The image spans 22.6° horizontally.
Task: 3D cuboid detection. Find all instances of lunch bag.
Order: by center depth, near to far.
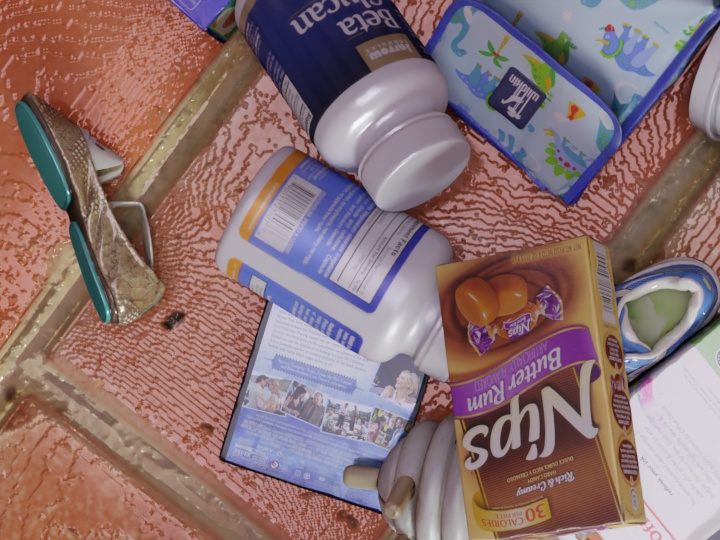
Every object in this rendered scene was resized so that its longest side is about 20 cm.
[{"bbox_3d":[0.156,-0.174,1.369,0.170,0.127,0.200,41,112,6],"label":"lunch bag"}]

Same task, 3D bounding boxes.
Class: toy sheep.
[{"bbox_3d":[0.080,0.171,1.371,0.200,0.138,0.138,11,92,15],"label":"toy sheep"}]

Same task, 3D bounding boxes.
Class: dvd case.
[{"bbox_3d":[-0.018,0.078,1.438,0.142,0.018,0.200,17,93,7],"label":"dvd case"}]

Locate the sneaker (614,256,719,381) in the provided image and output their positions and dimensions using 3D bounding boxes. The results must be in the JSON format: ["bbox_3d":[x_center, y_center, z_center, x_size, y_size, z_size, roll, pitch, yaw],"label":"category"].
[{"bbox_3d":[0.171,0.051,1.312,0.200,0.077,0.076,-35,85,7],"label":"sneaker"}]

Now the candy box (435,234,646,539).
[{"bbox_3d":[0.125,0.085,1.260,0.117,0.056,0.200,-12,79,24],"label":"candy box"}]

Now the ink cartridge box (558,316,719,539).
[{"bbox_3d":[0.226,0.135,1.309,0.200,0.067,0.117,-38,86,4],"label":"ink cartridge box"}]

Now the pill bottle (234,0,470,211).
[{"bbox_3d":[-0.002,-0.145,1.360,0.111,0.111,0.200,-36,67,6],"label":"pill bottle"}]

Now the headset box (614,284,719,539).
[{"bbox_3d":[0.251,0.110,1.379,0.149,0.077,0.200,0,89,7],"label":"headset box"}]

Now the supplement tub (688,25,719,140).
[{"bbox_3d":[0.357,-0.115,1.312,0.200,0.145,0.146,31,94,25],"label":"supplement tub"}]

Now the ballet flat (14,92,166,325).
[{"bbox_3d":[-0.211,-0.055,1.445,0.065,0.071,0.200,-22,91,-21],"label":"ballet flat"}]

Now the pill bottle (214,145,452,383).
[{"bbox_3d":[0.000,0.000,1.370,0.200,0.112,0.112,31,94,5],"label":"pill bottle"}]

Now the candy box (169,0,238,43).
[{"bbox_3d":[-0.108,-0.311,1.416,0.169,0.077,0.200,43,96,6],"label":"candy box"}]
